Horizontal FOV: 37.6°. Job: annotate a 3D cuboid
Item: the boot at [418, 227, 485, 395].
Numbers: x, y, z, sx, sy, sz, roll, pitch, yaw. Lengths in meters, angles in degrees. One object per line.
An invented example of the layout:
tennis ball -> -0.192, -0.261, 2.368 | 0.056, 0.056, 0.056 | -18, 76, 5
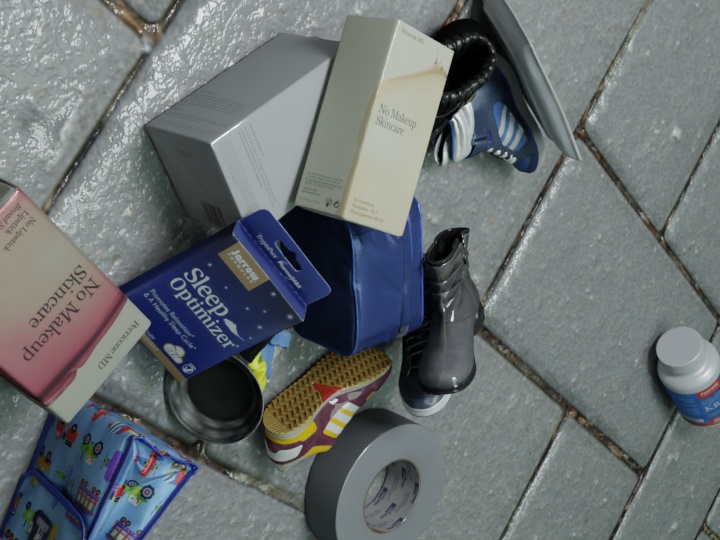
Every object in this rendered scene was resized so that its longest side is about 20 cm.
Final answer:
boot -> 0.096, 0.042, 1.229 | 0.200, 0.069, 0.132 | -72, 153, -57

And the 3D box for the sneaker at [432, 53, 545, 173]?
sneaker -> 0.153, -0.169, 1.378 | 0.146, 0.080, 0.200 | -43, 133, -15

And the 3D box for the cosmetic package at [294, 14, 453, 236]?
cosmetic package -> 0.015, -0.145, 1.076 | 0.103, 0.073, 0.201 | 13, 94, -50

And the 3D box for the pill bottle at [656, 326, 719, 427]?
pill bottle -> 0.599, 0.189, 1.901 | 0.112, 0.112, 0.200 | -55, 134, -15

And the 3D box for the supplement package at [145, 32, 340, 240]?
supplement package -> -0.096, -0.145, 1.107 | 0.200, 0.121, 0.120 | -40, 128, -26

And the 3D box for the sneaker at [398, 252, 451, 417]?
sneaker -> 0.067, 0.070, 1.327 | 0.203, 0.077, 0.146 | -83, 155, -47

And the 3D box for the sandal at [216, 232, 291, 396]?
sandal -> -0.128, 0.040, 1.182 | 0.087, 0.079, 0.201 | -39, 134, -42

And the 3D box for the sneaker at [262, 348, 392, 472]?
sneaker -> -0.041, 0.169, 1.316 | 0.200, 0.075, 0.090 | -30, 138, -32

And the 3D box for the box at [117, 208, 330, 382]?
box -> -0.143, 0.028, 1.075 | 0.121, 0.199, 0.032 | 52, 23, -25

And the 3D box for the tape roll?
tape roll -> 0.021, 0.289, 1.412 | 0.200, 0.066, 0.201 | -16, 114, -40

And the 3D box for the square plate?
square plate -> 0.209, -0.255, 1.342 | 0.028, 0.198, 0.200 | -27, 130, 8

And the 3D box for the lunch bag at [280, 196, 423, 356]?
lunch bag -> 0.000, 0.000, 1.240 | 0.132, 0.136, 0.201 | -20, 119, -37

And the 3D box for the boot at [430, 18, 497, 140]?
boot -> 0.112, -0.240, 1.218 | 0.079, 0.158, 0.212 | 30, 66, -2

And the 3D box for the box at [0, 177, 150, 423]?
box -> -0.312, 0.023, 0.967 | 0.128, 0.109, 0.200 | -52, 133, -18

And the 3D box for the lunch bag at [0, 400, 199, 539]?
lunch bag -> -0.279, 0.239, 1.045 | 0.094, 0.150, 0.201 | 38, 77, -44

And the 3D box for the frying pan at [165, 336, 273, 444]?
frying pan -> -0.149, 0.104, 1.152 | 0.031, 0.114, 0.191 | -55, 162, -67
